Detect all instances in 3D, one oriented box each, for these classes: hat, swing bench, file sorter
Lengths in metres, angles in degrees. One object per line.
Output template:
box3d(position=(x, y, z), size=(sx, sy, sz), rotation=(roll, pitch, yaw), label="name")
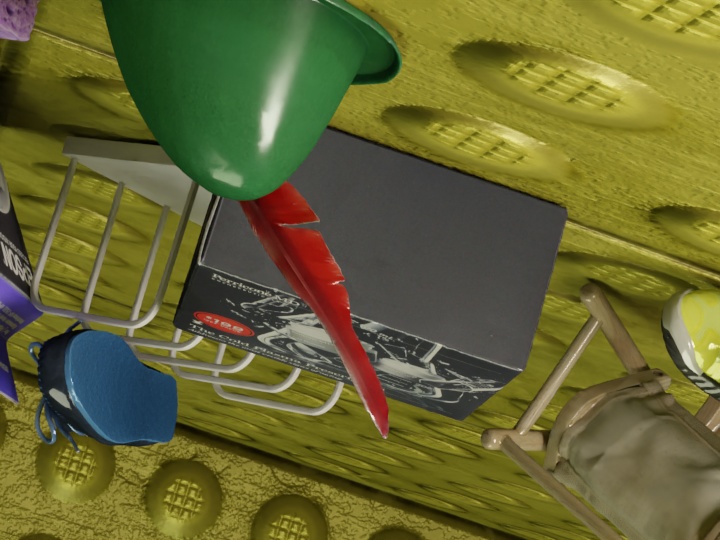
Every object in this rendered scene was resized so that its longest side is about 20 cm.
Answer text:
box3d(position=(-0.075, -0.044, 1.126), size=(0.199, 0.177, 0.166), rotation=(13, 169, 22), label="hat")
box3d(position=(0.224, 0.136, 1.534), size=(0.200, 0.130, 0.199), rotation=(28, -170, -43), label="swing bench")
box3d(position=(-0.105, 0.006, 1.601), size=(0.138, 0.125, 0.200), rotation=(7, 165, 43), label="file sorter")

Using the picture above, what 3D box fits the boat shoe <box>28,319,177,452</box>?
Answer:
box3d(position=(-0.181, 0.088, 1.570), size=(0.068, 0.085, 0.200), rotation=(2, 162, 14), label="boat shoe")

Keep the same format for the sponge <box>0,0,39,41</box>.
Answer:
box3d(position=(-0.277, -0.166, 1.247), size=(0.199, 0.030, 0.112), rotation=(12, 169, 27), label="sponge")

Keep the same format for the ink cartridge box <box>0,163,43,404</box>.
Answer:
box3d(position=(-0.259, -0.028, 1.524), size=(0.043, 0.201, 0.198), rotation=(-19, 165, 4), label="ink cartridge box")

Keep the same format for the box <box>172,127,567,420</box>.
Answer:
box3d(position=(0.000, 0.000, 1.414), size=(0.199, 0.105, 0.182), rotation=(18, 164, -4), label="box")

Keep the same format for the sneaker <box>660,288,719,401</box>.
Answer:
box3d(position=(0.273, 0.051, 1.408), size=(0.199, 0.076, 0.076), rotation=(21, 143, -16), label="sneaker")
